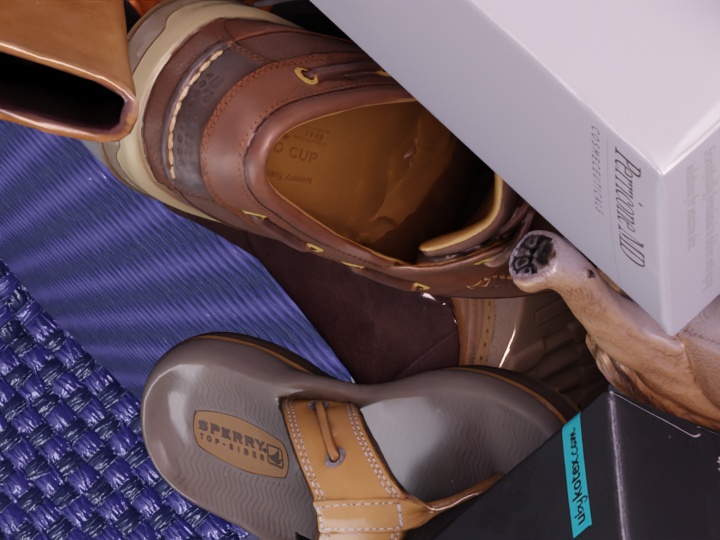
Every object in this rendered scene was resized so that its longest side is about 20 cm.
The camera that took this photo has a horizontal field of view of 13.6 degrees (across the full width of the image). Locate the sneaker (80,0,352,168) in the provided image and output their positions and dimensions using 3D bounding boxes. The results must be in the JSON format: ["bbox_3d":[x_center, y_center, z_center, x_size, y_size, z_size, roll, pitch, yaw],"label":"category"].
[{"bbox_3d":[-0.077,-0.064,0.881,0.199,0.076,0.092,30,156,-17],"label":"sneaker"}]

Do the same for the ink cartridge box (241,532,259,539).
[{"bbox_3d":[0.024,0.101,1.180,0.084,0.200,0.146,47,171,-3],"label":"ink cartridge box"}]

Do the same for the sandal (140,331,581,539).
[{"bbox_3d":[-0.007,0.063,0.919,0.199,0.054,0.082,16,113,42],"label":"sandal"}]

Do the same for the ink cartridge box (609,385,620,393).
[{"bbox_3d":[0.155,0.123,1.036,0.200,0.084,0.145,48,172,-10],"label":"ink cartridge box"}]

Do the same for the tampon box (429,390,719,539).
[{"bbox_3d":[0.062,0.158,0.816,0.126,0.200,0.150,21,-135,-27],"label":"tampon box"}]

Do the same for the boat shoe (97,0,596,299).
[{"bbox_3d":[0.022,-0.024,0.826,0.199,0.072,0.067,11,-167,-42],"label":"boat shoe"}]

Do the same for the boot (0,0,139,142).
[{"bbox_3d":[-0.060,-0.091,0.739,0.188,0.069,0.200,21,-156,-15],"label":"boot"}]

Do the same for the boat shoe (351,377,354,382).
[{"bbox_3d":[0.045,0.046,1.381,0.200,0.072,0.062,48,-142,-63],"label":"boat shoe"}]

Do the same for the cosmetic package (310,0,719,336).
[{"bbox_3d":[0.026,-0.093,0.662,0.200,0.085,0.108,45,171,20],"label":"cosmetic package"}]

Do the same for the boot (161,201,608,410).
[{"bbox_3d":[0.000,0.000,0.987,0.166,0.072,0.201,20,115,41],"label":"boot"}]

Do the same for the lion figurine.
[{"bbox_3d":[0.120,0.019,0.774,0.122,0.073,0.200,39,173,-38],"label":"lion figurine"}]
